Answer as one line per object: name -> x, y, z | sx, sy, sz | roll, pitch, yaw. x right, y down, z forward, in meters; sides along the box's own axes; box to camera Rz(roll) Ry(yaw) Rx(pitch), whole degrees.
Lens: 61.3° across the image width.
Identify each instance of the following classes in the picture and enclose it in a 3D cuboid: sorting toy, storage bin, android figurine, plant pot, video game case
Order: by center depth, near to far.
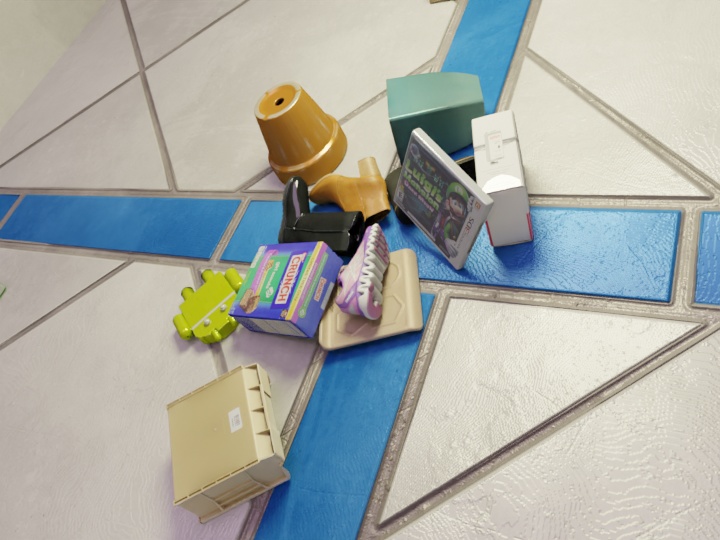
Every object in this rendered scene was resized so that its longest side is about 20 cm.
storage bin -> -0.234, 0.298, 1.077 | 0.196, 0.094, 0.202 | -27, 47, 6
video game case -> 0.142, -0.126, 1.104 | 0.023, 0.183, 0.201 | -27, 63, -27
sorting toy -> 0.019, 0.057, 1.167 | 0.197, 0.037, 0.187 | -12, 51, 14
plant pot -> 0.167, -0.336, 1.313 | 0.196, 0.142, 0.143 | -10, 51, 12
android figurine -> -0.325, 0.079, 1.327 | 0.181, 0.041, 0.200 | -40, 46, -4
plant pot -> -0.156, -0.336, 1.450 | 0.197, 0.184, 0.203 | -14, 51, 18

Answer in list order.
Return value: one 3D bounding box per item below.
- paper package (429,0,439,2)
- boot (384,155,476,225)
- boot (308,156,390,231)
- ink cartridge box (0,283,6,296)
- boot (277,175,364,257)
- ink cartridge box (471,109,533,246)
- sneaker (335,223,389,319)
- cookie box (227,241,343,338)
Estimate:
paper package -> 0.283, -0.838, 1.649 | 0.197, 0.104, 0.193 | 4, 57, 31
boot -> 0.140, -0.200, 1.268 | 0.198, 0.078, 0.139 | -30, 43, 3
boot -> -0.028, -0.143, 1.320 | 0.199, 0.070, 0.146 | -25, 64, 32
ink cartridge box -> -1.131, 0.085, 1.723 | 0.197, 0.083, 0.148 | 1, 57, 28
boot -> -0.080, -0.118, 1.293 | 0.198, 0.065, 0.168 | 6, 89, 40
ink cartridge box -> 0.263, -0.170, 1.126 | 0.081, 0.147, 0.202 | -10, 51, 17
sneaker -> 0.000, 0.000, 1.146 | 0.087, 0.081, 0.203 | -8, 53, 27
cookie box -> -0.150, 0.035, 1.209 | 0.198, 0.075, 0.173 | 0, 59, 43
